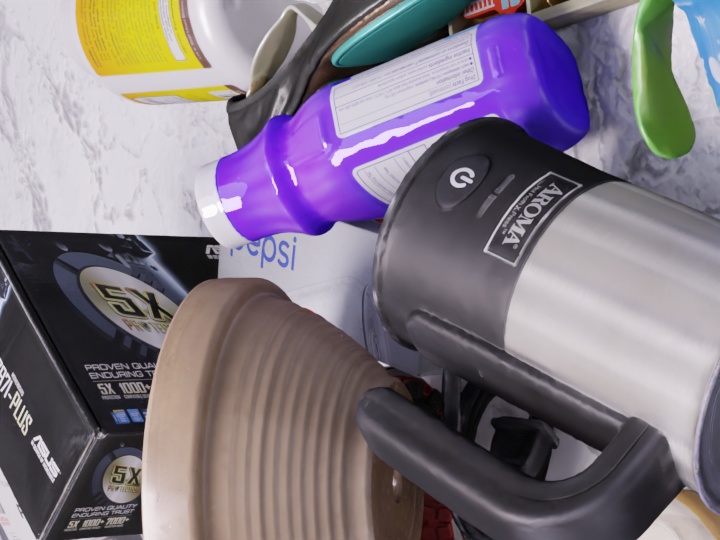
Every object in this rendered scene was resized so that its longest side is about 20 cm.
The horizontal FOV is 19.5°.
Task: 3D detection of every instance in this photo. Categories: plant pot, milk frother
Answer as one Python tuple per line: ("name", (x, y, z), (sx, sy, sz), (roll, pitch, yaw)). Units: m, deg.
("plant pot", (-0.026, 0.103, 0.992), (0.092, 0.201, 0.202), (-1, 94, 17))
("milk frother", (0.115, 0.057, 0.954), (0.188, 0.200, 0.181), (28, 85, 38))

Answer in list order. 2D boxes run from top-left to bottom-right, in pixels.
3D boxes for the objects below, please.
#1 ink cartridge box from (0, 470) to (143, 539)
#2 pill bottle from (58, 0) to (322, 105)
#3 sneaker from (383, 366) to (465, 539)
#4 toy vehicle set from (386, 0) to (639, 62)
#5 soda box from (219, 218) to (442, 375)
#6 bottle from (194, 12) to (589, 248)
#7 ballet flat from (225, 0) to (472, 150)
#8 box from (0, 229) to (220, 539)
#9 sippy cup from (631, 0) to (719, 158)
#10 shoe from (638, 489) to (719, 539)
("ink cartridge box", (-0.168, 0.162, 1.329), (0.145, 0.085, 0.200), (2, 118, 55))
("pill bottle", (-0.099, -0.154, 1.237), (0.200, 0.109, 0.110), (3, 96, 54))
("sneaker", (0.026, 0.146, 1.138), (0.082, 0.078, 0.201), (-121, 30, -74))
("toy vehicle set", (0.069, -0.179, 1.067), (0.200, 0.026, 0.125), (-12, 84, 55))
("soda box", (0.000, 0.000, 1.139), (0.200, 0.063, 0.068), (21, 110, 52))
("bottle", (0.012, -0.064, 1.047), (0.200, 0.083, 0.065), (-20, 69, 24))
("ballet flat", (-0.013, -0.121, 1.087), (0.200, 0.068, 0.069), (-44, 70, 38))
("box", (-0.115, 0.063, 1.198), (0.164, 0.200, 0.086), (56, 129, 36))
("sippy cup", (0.196, -0.077, 0.822), (0.178, 0.139, 0.131), (-164, 60, -78))
("shoe", (0.157, 0.199, 0.957), (0.070, 0.053, 0.201), (-29, 70, 52))
